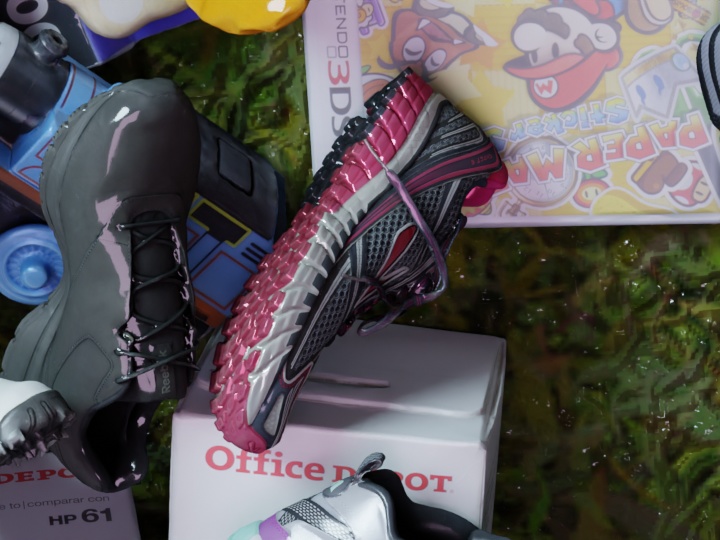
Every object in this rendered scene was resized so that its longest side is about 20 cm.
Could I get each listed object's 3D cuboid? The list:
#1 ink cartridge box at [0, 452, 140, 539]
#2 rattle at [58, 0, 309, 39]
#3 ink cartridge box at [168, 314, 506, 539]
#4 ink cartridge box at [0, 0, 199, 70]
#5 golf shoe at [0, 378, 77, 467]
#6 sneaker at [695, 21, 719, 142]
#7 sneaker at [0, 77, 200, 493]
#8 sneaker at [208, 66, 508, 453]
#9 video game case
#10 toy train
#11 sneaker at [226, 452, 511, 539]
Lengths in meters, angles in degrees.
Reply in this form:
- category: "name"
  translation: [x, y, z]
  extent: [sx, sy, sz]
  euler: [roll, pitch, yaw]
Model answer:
- category: "ink cartridge box"
  translation: [-0.170, 0.177, 1.240]
  extent: [0.144, 0.200, 0.085]
  euler: [-5, 122, -10]
- category: "rattle"
  translation: [-0.111, -0.198, 1.161]
  extent: [0.130, 0.143, 0.201]
  euler: [-21, 110, 2]
- category: "ink cartridge box"
  translation: [-0.011, 0.138, 1.271]
  extent: [0.146, 0.145, 0.201]
  euler: [6, 110, 5]
- category: "ink cartridge box"
  translation: [-0.194, -0.176, 1.244]
  extent: [0.199, 0.043, 0.199]
  euler: [-19, 105, 13]
- category: "golf shoe"
  translation: [-0.206, 0.059, 1.185]
  extent: [0.200, 0.078, 0.095]
  euler: [-13, 101, 49]
- category: "sneaker"
  translation: [0.221, -0.035, 1.222]
  extent: [0.087, 0.074, 0.201]
  euler: [-24, 120, -14]
- category: "sneaker"
  translation: [-0.100, 0.009, 1.166]
  extent: [0.076, 0.091, 0.201]
  euler: [-10, 129, -32]
- category: "sneaker"
  translation: [0.000, 0.000, 1.186]
  extent: [0.075, 0.200, 0.081]
  euler: [37, 155, -9]
- category: "video game case"
  translation: [0.072, -0.109, 1.239]
  extent: [0.199, 0.023, 0.183]
  euler: [-1, 109, 8]
- category: "toy train"
  translation: [-0.131, -0.041, 1.239]
  extent: [0.200, 0.087, 0.114]
  euler: [35, 116, -25]
- category: "sneaker"
  translation: [0.041, 0.170, 1.159]
  extent: [0.140, 0.078, 0.200]
  euler: [-35, 103, 16]
